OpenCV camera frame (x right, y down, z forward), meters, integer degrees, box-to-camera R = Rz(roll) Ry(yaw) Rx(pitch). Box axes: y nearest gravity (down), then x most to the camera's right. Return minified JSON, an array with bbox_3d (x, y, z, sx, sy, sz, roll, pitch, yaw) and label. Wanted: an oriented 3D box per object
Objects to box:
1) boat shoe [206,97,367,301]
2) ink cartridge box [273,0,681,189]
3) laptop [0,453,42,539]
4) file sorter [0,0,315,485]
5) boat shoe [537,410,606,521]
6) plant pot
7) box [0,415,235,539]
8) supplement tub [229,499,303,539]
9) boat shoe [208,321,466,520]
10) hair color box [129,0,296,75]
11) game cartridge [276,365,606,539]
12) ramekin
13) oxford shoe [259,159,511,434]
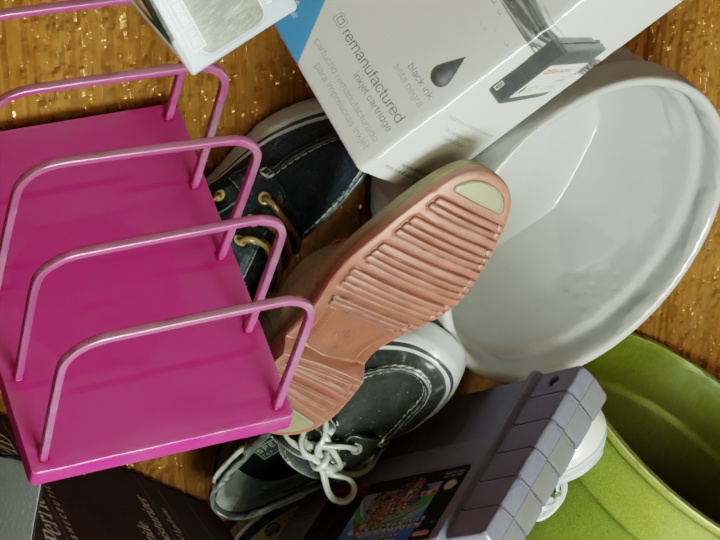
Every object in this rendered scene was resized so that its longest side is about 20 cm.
[{"bbox_3d":[-0.060,-0.015,1.251,0.200,0.091,0.071,-35,127,-6],"label":"boat shoe"},{"bbox_3d":[0.058,-0.158,1.156,0.200,0.146,0.084,-36,159,17],"label":"ink cartridge box"},{"bbox_3d":[-0.264,0.173,1.084,0.198,0.103,0.179,10,104,-8],"label":"laptop"},{"bbox_3d":[-0.119,-0.023,1.127,0.138,0.201,0.126,-11,151,-21],"label":"file sorter"},{"bbox_3d":[0.086,0.116,1.333,0.069,0.200,0.072,51,56,-15],"label":"boat shoe"},{"bbox_3d":[0.158,0.175,1.420,0.199,0.201,0.193,21,117,-34],"label":"plant pot"},{"bbox_3d":[-0.172,0.206,1.270,0.199,0.166,0.165,29,102,-36],"label":"box"},{"bbox_3d":[0.003,0.232,1.352,0.144,0.200,0.146,-12,122,-21],"label":"supplement tub"},{"bbox_3d":[-0.020,0.089,1.278,0.199,0.068,0.074,-26,121,41],"label":"boat shoe"},{"bbox_3d":[-0.108,-0.182,1.066,0.060,0.200,0.099,-33,126,-6],"label":"hair color box"},{"bbox_3d":[0.035,0.120,1.264,0.038,0.199,0.130,52,52,-17],"label":"game cartridge"},{"bbox_3d":[0.098,-0.047,1.285,0.199,0.105,0.201,-23,134,-25],"label":"ramekin"},{"bbox_3d":[0.000,0.000,1.197,0.071,0.074,0.200,29,123,-32],"label":"oxford shoe"}]
